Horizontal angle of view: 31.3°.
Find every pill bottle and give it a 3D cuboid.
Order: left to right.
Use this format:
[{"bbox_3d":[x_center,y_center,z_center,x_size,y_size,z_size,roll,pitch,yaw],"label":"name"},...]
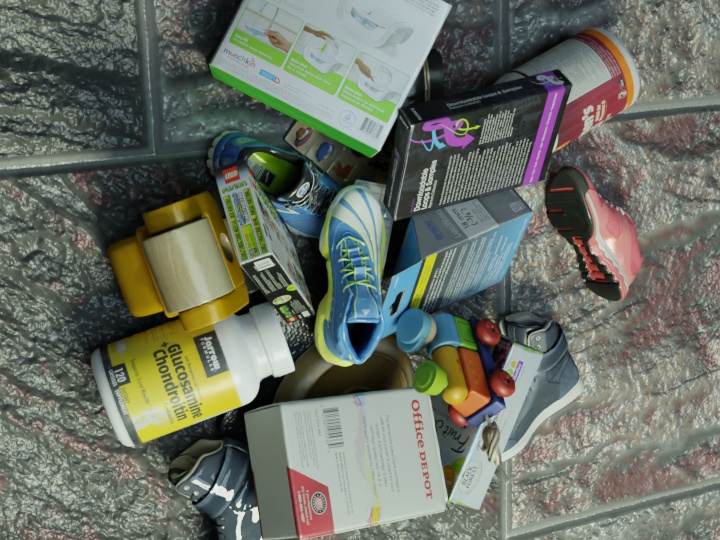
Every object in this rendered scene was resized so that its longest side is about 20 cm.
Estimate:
[{"bbox_3d":[-0.178,0.104,1.375,0.200,0.112,0.112,-20,110,-7],"label":"pill bottle"},{"bbox_3d":[0.225,-0.201,1.530,0.200,0.110,0.110,-31,113,-18],"label":"pill bottle"}]

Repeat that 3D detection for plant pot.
[{"bbox_3d":[-0.014,0.162,1.512,0.200,0.027,0.200,-16,120,-30],"label":"plant pot"}]

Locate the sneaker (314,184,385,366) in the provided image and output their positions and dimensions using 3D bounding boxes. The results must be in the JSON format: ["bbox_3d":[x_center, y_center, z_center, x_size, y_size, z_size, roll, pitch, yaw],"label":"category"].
[{"bbox_3d":[0.002,0.010,1.388,0.076,0.105,0.200,1,99,-22],"label":"sneaker"}]

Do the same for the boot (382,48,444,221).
[{"bbox_3d":[0.020,-0.151,1.463,0.138,0.077,0.200,-3,95,-18],"label":"boot"}]

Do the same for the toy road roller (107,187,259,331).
[{"bbox_3d":[-0.195,-0.003,1.324,0.146,0.200,0.123,-19,96,11],"label":"toy road roller"}]

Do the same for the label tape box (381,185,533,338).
[{"bbox_3d":[0.088,-0.012,1.478,0.200,0.063,0.144,-23,152,-26],"label":"label tape box"}]

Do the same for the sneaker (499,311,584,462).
[{"bbox_3d":[0.185,0.140,1.596,0.202,0.077,0.146,-39,127,-25],"label":"sneaker"}]

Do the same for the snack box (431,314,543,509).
[{"bbox_3d":[0.126,0.167,1.544,0.053,0.142,0.200,22,91,-29],"label":"snack box"}]

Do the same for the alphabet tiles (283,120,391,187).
[{"bbox_3d":[0.006,-0.180,1.485,0.200,0.006,0.167,37,84,-28],"label":"alphabet tiles"}]

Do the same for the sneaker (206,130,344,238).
[{"bbox_3d":[-0.073,-0.085,1.419,0.200,0.089,0.079,26,89,-31],"label":"sneaker"}]

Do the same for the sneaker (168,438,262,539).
[{"bbox_3d":[-0.168,0.286,1.457,0.146,0.077,0.202,26,96,-21],"label":"sneaker"}]

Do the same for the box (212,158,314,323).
[{"bbox_3d":[-0.098,-0.026,1.346,0.035,0.200,0.110,-19,68,4],"label":"box"}]

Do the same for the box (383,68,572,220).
[{"bbox_3d":[0.126,-0.137,1.400,0.200,0.036,0.143,-17,143,-23],"label":"box"}]

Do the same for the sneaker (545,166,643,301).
[{"bbox_3d":[0.303,-0.060,1.635,0.087,0.074,0.200,-44,121,-27],"label":"sneaker"}]

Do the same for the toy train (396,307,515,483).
[{"bbox_3d":[0.108,0.135,1.433,0.116,0.200,0.085,22,132,-38],"label":"toy train"}]

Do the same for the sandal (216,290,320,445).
[{"bbox_3d":[-0.113,0.104,1.471,0.075,0.048,0.201,23,102,-30],"label":"sandal"}]

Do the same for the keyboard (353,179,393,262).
[{"bbox_3d":[0.000,0.000,1.448,0.056,0.011,0.200,9,95,-22],"label":"keyboard"}]

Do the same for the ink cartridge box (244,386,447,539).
[{"bbox_3d":[-0.015,0.213,1.423,0.200,0.083,0.146,-3,79,-36],"label":"ink cartridge box"}]

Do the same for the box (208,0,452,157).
[{"bbox_3d":[-0.033,-0.245,1.362,0.200,0.097,0.177,26,88,-5],"label":"box"}]
